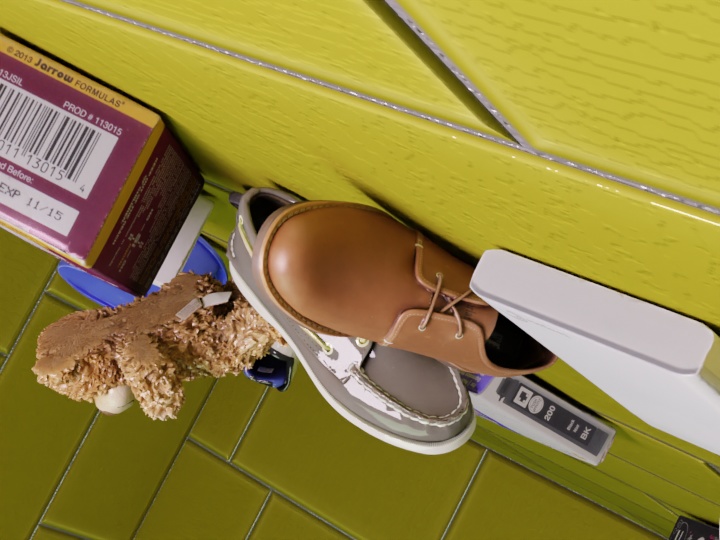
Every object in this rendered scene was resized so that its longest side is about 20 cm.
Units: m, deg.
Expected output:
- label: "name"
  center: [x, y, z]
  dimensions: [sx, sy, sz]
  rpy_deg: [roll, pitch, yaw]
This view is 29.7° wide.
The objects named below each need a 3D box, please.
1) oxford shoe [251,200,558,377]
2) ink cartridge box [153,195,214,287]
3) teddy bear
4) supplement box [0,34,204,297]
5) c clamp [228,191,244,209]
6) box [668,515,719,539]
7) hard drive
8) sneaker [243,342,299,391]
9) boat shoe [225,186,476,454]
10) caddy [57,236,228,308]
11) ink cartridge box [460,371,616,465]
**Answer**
- label: "oxford shoe"
  center: [0.031, 0.011, 0.709]
  dimensions: [0.199, 0.072, 0.071]
  rpy_deg: [19, 177, -40]
- label: "ink cartridge box"
  center: [-0.236, -0.071, 1.110]
  dimensions: [0.199, 0.085, 0.146]
  rpy_deg: [30, 174, -22]
- label: "teddy bear"
  center: [-0.114, 0.047, 0.902]
  dimensions: [0.145, 0.199, 0.067]
  rpy_deg: [51, 164, 56]
- label: "supplement box"
  center: [-0.192, -0.063, 0.891]
  dimensions: [0.130, 0.104, 0.200]
  rpy_deg: [26, 174, 5]
- label: "c clamp"
  center: [0.000, 0.000, 0.952]
  dimensions: [0.170, 0.027, 0.200]
  rpy_deg: [30, 178, 36]
- label: "box"
  center: [0.459, 0.388, 1.668]
  dimensions: [0.131, 0.115, 0.200]
  rpy_deg: [27, 175, -4]
- label: "hard drive"
  center: [0.156, 0.056, 0.681]
  dimensions: [0.131, 0.027, 0.200]
  rpy_deg: [22, 171, 43]
- label: "sneaker"
  center: [-0.105, 0.084, 1.668]
  dimensions: [0.080, 0.116, 0.199]
  rpy_deg: [29, 174, -5]
- label: "boat shoe"
  center: [-0.008, 0.027, 0.810]
  dimensions: [0.202, 0.072, 0.060]
  rpy_deg: [43, 151, 25]
- label: "caddy"
  center: [-0.248, -0.017, 1.543]
  dimensions: [0.199, 0.105, 0.142]
  rpy_deg: [29, 152, -1]
- label: "ink cartridge box"
  center: [0.094, 0.095, 1.200]
  dimensions: [0.199, 0.044, 0.198]
  rpy_deg: [30, 174, -31]
